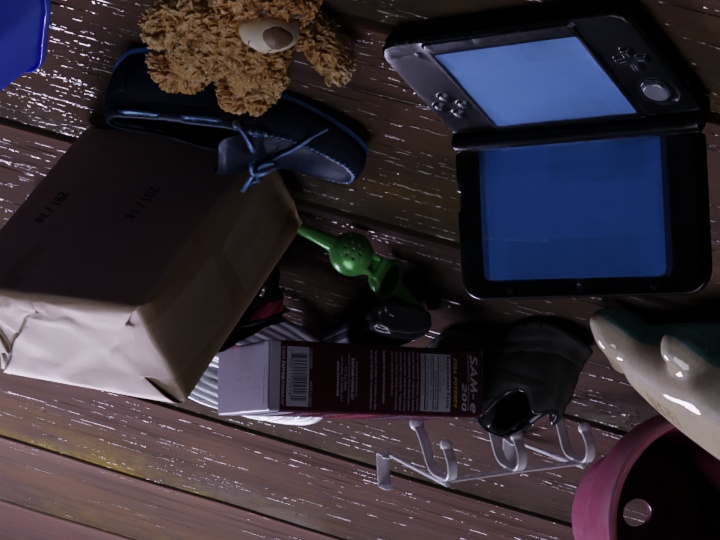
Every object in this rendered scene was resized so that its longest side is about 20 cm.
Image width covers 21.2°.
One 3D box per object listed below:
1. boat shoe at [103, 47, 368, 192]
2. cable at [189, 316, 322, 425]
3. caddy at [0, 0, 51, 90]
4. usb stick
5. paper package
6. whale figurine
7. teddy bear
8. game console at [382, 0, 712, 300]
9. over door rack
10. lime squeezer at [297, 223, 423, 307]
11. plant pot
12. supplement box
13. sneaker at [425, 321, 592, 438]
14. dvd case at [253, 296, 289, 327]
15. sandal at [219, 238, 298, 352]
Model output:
[{"bbox_3d":[-0.096,-0.097,1.435,0.199,0.069,0.084,18,155,3],"label":"boat shoe"},{"bbox_3d":[-0.117,0.081,1.794,0.199,0.069,0.200,21,162,0],"label":"cable"},{"bbox_3d":[-0.282,-0.196,1.331,0.141,0.105,0.200,41,156,5],"label":"caddy"},{"bbox_3d":[0.012,0.052,1.660,0.055,0.033,0.200,8,170,-12],"label":"usb stick"},{"bbox_3d":[-0.179,-0.010,1.501,0.190,0.200,0.104,6,136,29],"label":"paper package"},{"bbox_3d":[0.278,0.077,1.520,0.200,0.104,0.159,32,168,39],"label":"whale figurine"},{"bbox_3d":[-0.079,-0.154,1.306,0.145,0.067,0.200,32,151,-28],"label":"teddy bear"},{"bbox_3d":[0.120,-0.074,1.270,0.199,0.117,0.176,-3,148,38],"label":"game console"},{"bbox_3d":[0.108,0.160,1.762,0.147,0.067,0.200,-5,174,-18],"label":"over door rack"},{"bbox_3d":[0.000,0.000,1.604,0.200,0.038,0.071,33,152,-29],"label":"lime squeezer"},{"bbox_3d":[0.278,0.223,1.701,0.199,0.201,0.179,25,171,-11],"label":"plant pot"},{"bbox_3d":[-0.008,0.094,1.616,0.199,0.061,0.109,5,172,-27],"label":"supplement box"},{"bbox_3d":[0.111,0.101,1.667,0.076,0.091,0.200,30,154,-27],"label":"sneaker"},{"bbox_3d":[-0.181,0.032,1.635,0.148,0.016,0.200,22,-157,37],"label":"dvd case"},{"bbox_3d":[-0.096,0.040,1.567,0.045,0.200,0.075,42,128,-8],"label":"sandal"}]
